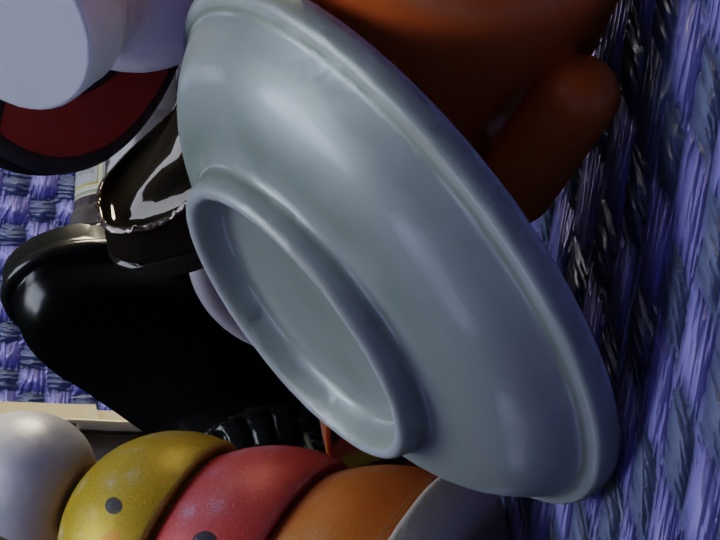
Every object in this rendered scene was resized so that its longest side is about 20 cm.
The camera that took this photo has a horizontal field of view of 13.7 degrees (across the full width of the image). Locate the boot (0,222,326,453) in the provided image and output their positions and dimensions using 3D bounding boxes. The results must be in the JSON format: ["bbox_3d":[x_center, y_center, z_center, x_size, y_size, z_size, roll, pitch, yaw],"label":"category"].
[{"bbox_3d":[-0.061,0.078,1.270,0.079,0.211,0.158,-48,27,35],"label":"boot"}]

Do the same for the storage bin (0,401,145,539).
[{"bbox_3d":[-0.102,0.162,1.471,0.094,0.200,0.199,-129,42,-76],"label":"storage bin"}]

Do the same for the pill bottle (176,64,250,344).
[{"bbox_3d":[-0.024,-0.065,1.304,0.200,0.111,0.111,-98,13,-51],"label":"pill bottle"}]

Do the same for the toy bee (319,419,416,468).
[{"bbox_3d":[0.000,0.000,1.124,0.131,0.109,0.200,-170,83,-84],"label":"toy bee"}]

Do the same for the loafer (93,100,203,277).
[{"bbox_3d":[-0.037,-0.077,1.155,0.200,0.071,0.073,-40,37,19],"label":"loafer"}]

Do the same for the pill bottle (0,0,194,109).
[{"bbox_3d":[-0.064,-0.136,1.029,0.200,0.104,0.104,-45,-25,-41],"label":"pill bottle"}]

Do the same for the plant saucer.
[{"bbox_3d":[-0.003,0.003,0.936,0.200,0.050,0.200,45,161,21],"label":"plant saucer"}]

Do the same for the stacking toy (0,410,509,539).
[{"bbox_3d":[-0.060,0.108,1.079,0.146,0.200,0.146,-56,-21,-34],"label":"stacking toy"}]

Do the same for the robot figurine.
[{"bbox_3d":[0.025,-0.098,0.937,0.117,0.144,0.200,-59,-3,-22],"label":"robot figurine"}]

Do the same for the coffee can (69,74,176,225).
[{"bbox_3d":[-0.075,-0.114,1.558,0.146,0.146,0.200,139,133,-79],"label":"coffee can"}]

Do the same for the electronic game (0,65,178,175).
[{"bbox_3d":[-0.115,-0.134,1.083,0.200,0.042,0.200,1,-91,-61],"label":"electronic game"}]
